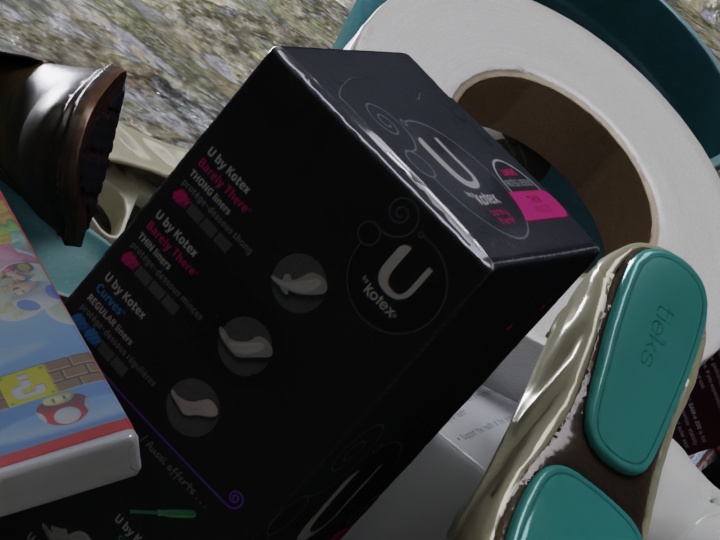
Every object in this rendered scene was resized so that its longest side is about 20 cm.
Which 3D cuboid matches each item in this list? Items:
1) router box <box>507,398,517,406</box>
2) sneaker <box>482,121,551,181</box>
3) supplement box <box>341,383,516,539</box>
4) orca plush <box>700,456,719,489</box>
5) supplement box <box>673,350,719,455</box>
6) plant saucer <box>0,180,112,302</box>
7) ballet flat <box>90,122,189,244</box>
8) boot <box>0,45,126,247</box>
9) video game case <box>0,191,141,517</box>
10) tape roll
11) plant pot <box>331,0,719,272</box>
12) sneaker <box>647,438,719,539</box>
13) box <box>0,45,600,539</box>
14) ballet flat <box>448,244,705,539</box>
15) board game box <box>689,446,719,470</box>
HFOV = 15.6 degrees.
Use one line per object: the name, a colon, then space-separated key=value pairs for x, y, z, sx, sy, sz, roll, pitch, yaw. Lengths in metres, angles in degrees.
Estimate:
router box: x=0.089 y=0.097 z=1.186 sx=0.200 sy=0.049 sz=0.180 roll=42 pitch=12 yaw=-23
sneaker: x=0.000 y=0.000 z=1.160 sx=0.067 sy=0.199 sz=0.091 roll=89 pitch=-21 yaw=-73
supplement box: x=0.001 y=0.081 z=1.023 sx=0.200 sy=0.101 sz=0.103 roll=39 pitch=16 yaw=13
orca plush: x=0.138 y=0.135 z=1.032 sx=0.105 sy=0.200 sz=0.071 roll=49 pitch=46 yaw=8
supplement box: x=0.179 y=0.039 z=1.332 sx=0.109 sy=0.199 sz=0.061 roll=-79 pitch=148 yaw=-67
plant saucer: x=-0.176 y=-0.019 z=1.026 sx=0.199 sy=0.036 sz=0.200 roll=27 pitch=8 yaw=-4
ballet flat: x=-0.105 y=-0.030 z=1.224 sx=0.199 sy=0.070 sz=0.070 roll=23 pitch=19 yaw=-33
boot: x=-0.146 y=-0.057 z=1.042 sx=0.096 sy=0.075 sz=0.200 roll=15 pitch=2 yaw=-6
video game case: x=-0.168 y=0.021 z=0.841 sx=0.142 sy=0.018 sz=0.200 roll=-16 pitch=38 yaw=-17
tape roll: x=0.071 y=-0.032 z=1.098 sx=0.202 sy=0.037 sz=0.204 roll=21 pitch=45 yaw=-23
plant pot: x=0.055 y=-0.051 z=1.312 sx=0.199 sy=0.188 sz=0.201 roll=25 pitch=32 yaw=-17
sneaker: x=0.143 y=0.119 z=0.926 sx=0.075 sy=0.088 sz=0.200 roll=42 pitch=20 yaw=-36
box: x=-0.033 y=0.032 z=0.895 sx=0.106 sy=0.200 sz=0.122 roll=45 pitch=18 yaw=13
ballet flat: x=0.068 y=0.077 z=0.911 sx=0.069 sy=0.069 sz=0.200 roll=33 pitch=53 yaw=-7
board game box: x=0.241 y=0.125 z=1.406 sx=0.159 sy=0.097 sz=0.200 roll=30 pitch=16 yaw=-19
